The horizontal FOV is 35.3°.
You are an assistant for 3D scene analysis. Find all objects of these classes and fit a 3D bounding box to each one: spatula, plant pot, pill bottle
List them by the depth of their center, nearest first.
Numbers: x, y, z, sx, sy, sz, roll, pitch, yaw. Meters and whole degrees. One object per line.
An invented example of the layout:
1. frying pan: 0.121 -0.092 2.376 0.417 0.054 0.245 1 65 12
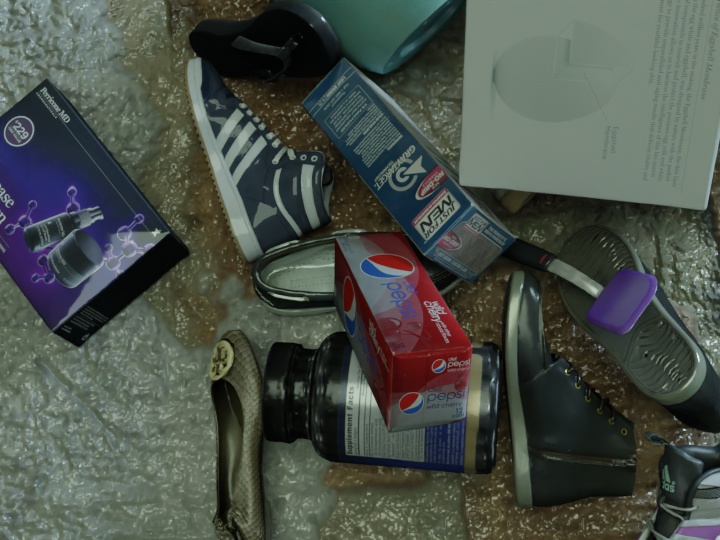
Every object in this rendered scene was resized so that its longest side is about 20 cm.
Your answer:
1. spatula: 0.176 0.002 0.961 0.057 0.021 0.200 -52 37 -4
2. pill bottle: 0.020 0.110 0.967 0.197 0.112 0.113 4 77 8
3. plant pot: 0.015 -0.280 1.024 0.200 0.201 0.161 -41 89 -4

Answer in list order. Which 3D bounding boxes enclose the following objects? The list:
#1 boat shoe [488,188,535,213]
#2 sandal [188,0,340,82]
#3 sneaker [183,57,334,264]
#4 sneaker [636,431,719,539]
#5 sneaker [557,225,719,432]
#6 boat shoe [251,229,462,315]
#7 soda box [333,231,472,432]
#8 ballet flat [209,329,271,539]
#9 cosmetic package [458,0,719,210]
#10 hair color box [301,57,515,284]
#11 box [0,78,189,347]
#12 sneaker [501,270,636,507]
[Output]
1. boat shoe: 0.202 -0.120 1.026 0.199 0.074 0.070 -31 83 3
2. sandal: -0.091 -0.198 1.034 0.199 0.076 0.043 3 51 50
3. sneaker: -0.090 -0.117 1.054 0.107 0.070 0.202 -20 80 4
4. sneaker: 0.249 0.197 0.914 0.199 0.078 0.141 -30 106 -10
5. sneaker: 0.241 0.054 0.977 0.074 0.106 0.201 -36 46 13
6. boat shoe: 0.000 0.000 1.020 0.197 0.060 0.077 -13 71 1
7. soda box: 0.028 0.041 0.900 0.063 0.200 0.071 -4 118 -13
8. ballet flat: -0.113 0.152 0.994 0.046 0.067 0.203 1 79 -30
9. cosmetic package: 0.187 -0.171 0.889 0.197 0.201 0.123 8 35 12
10. hair color box: 0.040 -0.087 0.988 0.061 0.100 0.201 -45 59 11
11. box: -0.278 -0.054 1.059 0.141 0.079 0.200 -40 76 -6
12. sneaker: 0.176 0.097 0.962 0.105 0.075 0.203 -5 96 6
